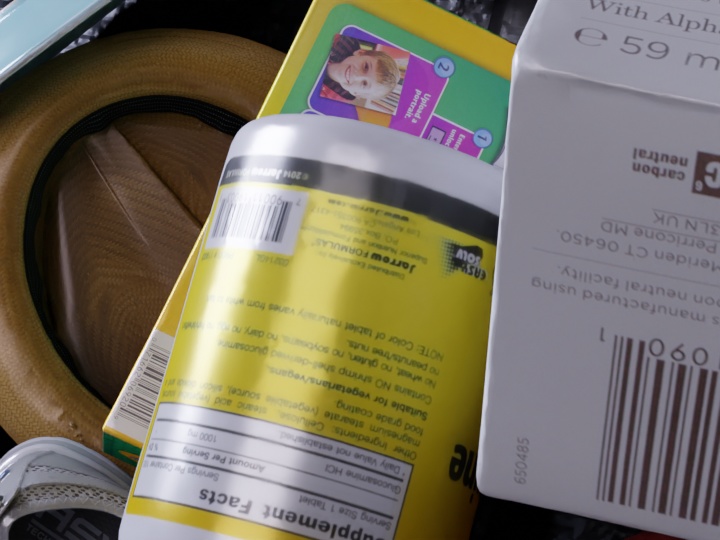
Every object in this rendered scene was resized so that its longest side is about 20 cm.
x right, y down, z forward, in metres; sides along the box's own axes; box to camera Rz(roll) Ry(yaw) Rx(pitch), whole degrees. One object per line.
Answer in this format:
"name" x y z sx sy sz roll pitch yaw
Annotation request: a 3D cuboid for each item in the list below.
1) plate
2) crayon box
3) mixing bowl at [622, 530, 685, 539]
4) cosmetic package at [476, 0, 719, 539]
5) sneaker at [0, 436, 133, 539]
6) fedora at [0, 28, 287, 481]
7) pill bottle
"plate" -0.130 -0.101 0.993 0.200 0.200 0.026 -36 98 14
"crayon box" 0.000 0.000 0.897 0.119 0.058 0.200 26 79 0
"mixing bowl" 0.110 0.171 0.821 0.200 0.108 0.201 -9 71 26
"cosmetic package" 0.141 -0.035 0.751 0.164 0.165 0.200 11 39 11
"sneaker" -0.057 0.135 0.869 0.200 0.082 0.075 29 95 1
"fedora" -0.070 0.005 0.963 0.200 0.082 0.201 1 80 -6
"pill bottle" -0.014 0.059 0.799 0.112 0.112 0.200 10 79 30
